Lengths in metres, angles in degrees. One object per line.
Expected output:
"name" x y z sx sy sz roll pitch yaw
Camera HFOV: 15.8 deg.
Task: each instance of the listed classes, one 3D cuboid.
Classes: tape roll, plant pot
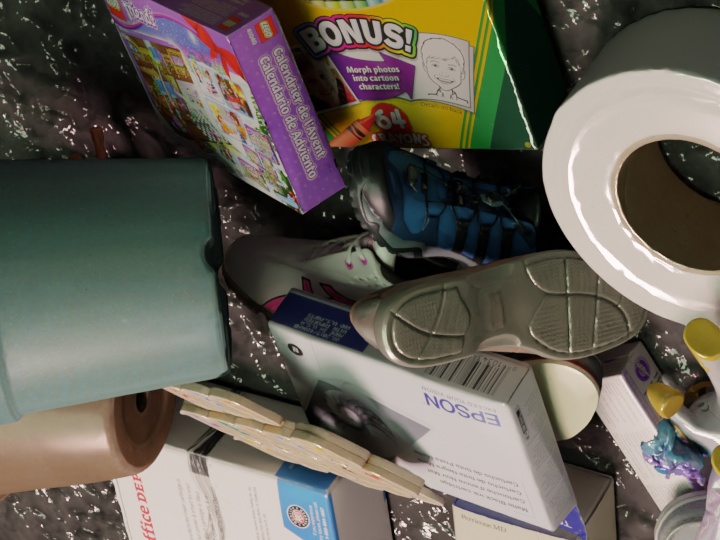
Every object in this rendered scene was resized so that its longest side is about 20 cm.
"tape roll" 0.215 -0.058 1.589 0.202 0.071 0.203 19 136 19
"plant pot" -0.235 0.088 1.920 0.174 0.200 0.201 5 131 21
"plant pot" -0.190 0.006 1.742 0.195 0.201 0.201 -6 131 -1

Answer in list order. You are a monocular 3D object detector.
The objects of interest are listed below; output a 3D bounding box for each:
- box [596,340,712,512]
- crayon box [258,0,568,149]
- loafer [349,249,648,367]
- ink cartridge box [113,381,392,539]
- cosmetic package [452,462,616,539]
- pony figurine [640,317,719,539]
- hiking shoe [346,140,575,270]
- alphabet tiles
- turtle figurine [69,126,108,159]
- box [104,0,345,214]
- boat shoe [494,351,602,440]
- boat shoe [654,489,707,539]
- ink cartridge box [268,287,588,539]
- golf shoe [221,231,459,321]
"box" 0.220 0.138 1.791 0.041 0.039 0.200 -16 117 42
"crayon box" 0.015 -0.162 1.640 0.199 0.058 0.173 2 129 35
"loafer" 0.088 0.020 1.653 0.063 0.199 0.072 21 112 59
"ink cartridge box" -0.085 0.173 2.004 0.199 0.084 0.145 14 134 25
"cosmetic package" 0.133 0.233 1.916 0.103 0.073 0.200 14 135 25
"pony figurine" 0.259 0.123 1.659 0.193 0.167 0.200 45 177 14
"hiking shoe" 0.072 -0.042 1.676 0.087 0.075 0.200 -25 145 32
"alphabet tiles" -0.043 0.122 1.807 0.195 0.015 0.200 29 169 -30
"turtle figurine" -0.186 -0.042 1.892 0.161 0.064 0.200 10 142 38
"box" -0.095 -0.128 1.701 0.200 0.039 0.137 31 149 54
"boat shoe" 0.114 0.082 1.767 0.071 0.063 0.200 41 152 -5
"boat shoe" 0.296 0.207 1.751 0.201 0.065 0.075 22 114 2
"ink cartridge box" 0.048 0.111 1.772 0.199 0.041 0.200 17 148 32
"golf shoe" 0.000 0.000 1.799 0.199 0.073 0.092 14 131 12
